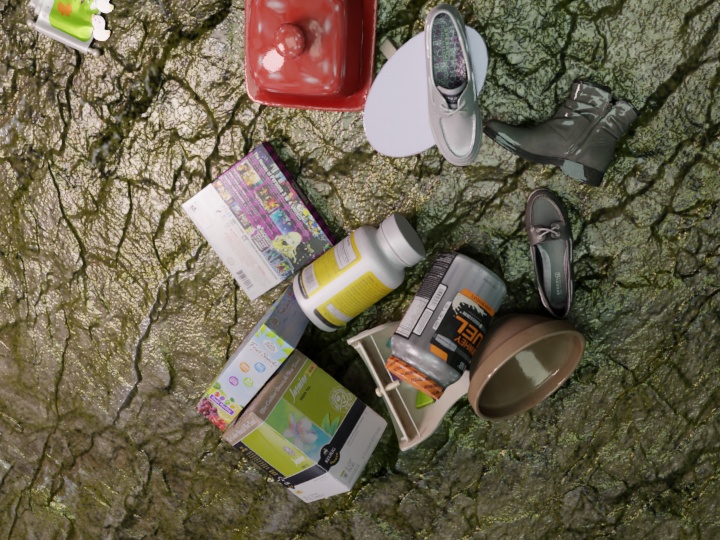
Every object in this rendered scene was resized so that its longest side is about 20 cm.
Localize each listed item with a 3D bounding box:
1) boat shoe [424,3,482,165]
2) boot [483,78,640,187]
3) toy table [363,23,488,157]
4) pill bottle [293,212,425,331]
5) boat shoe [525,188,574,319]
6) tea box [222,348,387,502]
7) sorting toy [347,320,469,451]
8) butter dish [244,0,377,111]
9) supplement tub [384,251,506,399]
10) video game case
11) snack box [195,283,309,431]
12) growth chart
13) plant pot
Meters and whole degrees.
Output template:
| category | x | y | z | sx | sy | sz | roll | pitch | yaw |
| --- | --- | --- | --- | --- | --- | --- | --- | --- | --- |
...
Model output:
| category | x | y | z | sx | sy | sz | roll | pitch | yaw |
| --- | --- | --- | --- | --- | --- | --- | --- | --- | --- |
| boat shoe | 0.117 | -0.228 | 0.840 | 0.071 | 0.069 | 0.203 | -1 | 111 | 11 |
| boot | 0.284 | -0.213 | 0.951 | 0.198 | 0.068 | 0.132 | 20 | 107 | -5 |
| toy table | 0.094 | -0.254 | 0.935 | 0.199 | 0.117 | 0.185 | -33 | 102 | 20 |
| pill bottle | 0.000 | 0.000 | 1.046 | 0.199 | 0.111 | 0.112 | -35 | 101 | 20 |
| boat shoe | 0.294 | -0.022 | 1.014 | 0.066 | 0.057 | 0.202 | -10 | 108 | 13 |
| tea box | -0.097 | 0.263 | 1.101 | 0.196 | 0.134 | 0.200 | 39 | 147 | -6 |
| sorting toy | 0.102 | 0.157 | 1.097 | 0.178 | 0.107 | 0.202 | -26 | 94 | 5 |
| butter dish | -0.083 | -0.320 | 0.926 | 0.197 | 0.148 | 0.202 | 7 | 111 | 7 |
| supplement tub | 0.126 | 0.083 | 1.008 | 0.122 | 0.123 | 0.201 | 31 | 82 | -2 |
| video game case | -0.166 | -0.076 | 1.088 | 0.180 | 0.036 | 0.201 | -32 | 101 | 19 |
| snack box | -0.167 | 0.138 | 1.095 | 0.068 | 0.169 | 0.200 | 40 | 110 | -6 |
| growth chart | -0.444 | -0.442 | 1.017 | 0.143 | 0.018 | 0.202 | 16 | 112 | 3 |
| plant pot | 0.242 | 0.134 | 1.040 | 0.199 | 0.093 | 0.202 | -18 | 137 | -17 |
